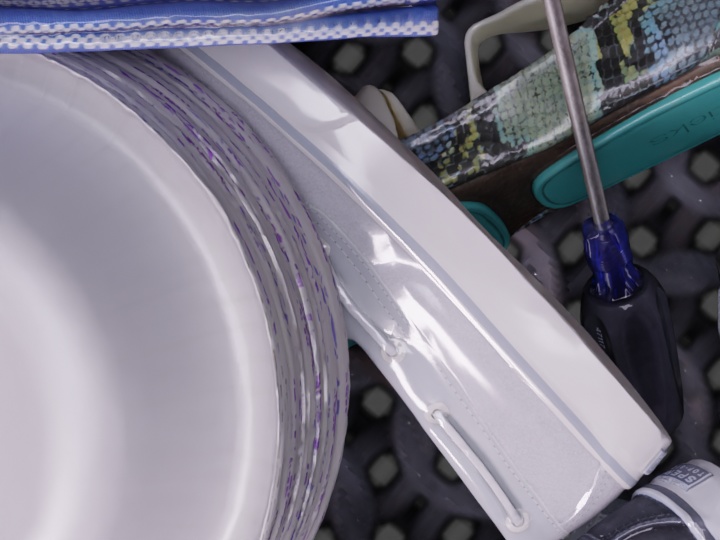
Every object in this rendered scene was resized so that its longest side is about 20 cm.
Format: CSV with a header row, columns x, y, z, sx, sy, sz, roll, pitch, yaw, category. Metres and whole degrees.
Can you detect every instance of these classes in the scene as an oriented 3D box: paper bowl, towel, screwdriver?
x,y,z,sx,sy,sz,roll,pitch,yaw,category
-0.111,0.033,0.809,0.201,0.104,0.201,3,99,19,paper bowl
-0.062,-0.102,0.849,0.145,0.200,0.024,-4,112,-9,towel
0.068,-0.028,0.886,0.028,0.029,0.200,-20,123,-4,screwdriver

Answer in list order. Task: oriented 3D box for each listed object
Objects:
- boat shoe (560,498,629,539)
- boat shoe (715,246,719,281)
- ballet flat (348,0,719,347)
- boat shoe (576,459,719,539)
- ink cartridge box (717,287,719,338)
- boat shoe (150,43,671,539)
x,y,z,sx,sy,sz,roll,pitch,yaw,category
0.043,0.160,0.930,0.071,0.070,0.201,29,94,19,boat shoe
0.164,-0.071,0.893,0.063,0.074,0.201,41,79,-27,boat shoe
0.035,-0.039,0.925,0.200,0.074,0.074,-28,91,1,ballet flat
0.125,0.153,0.849,0.068,0.072,0.200,-33,90,-18,boat shoe
0.199,0.078,0.867,0.200,0.047,0.160,-3,92,46,ink cartridge box
0.000,0.000,0.860,0.069,0.072,0.200,-44,100,4,boat shoe
